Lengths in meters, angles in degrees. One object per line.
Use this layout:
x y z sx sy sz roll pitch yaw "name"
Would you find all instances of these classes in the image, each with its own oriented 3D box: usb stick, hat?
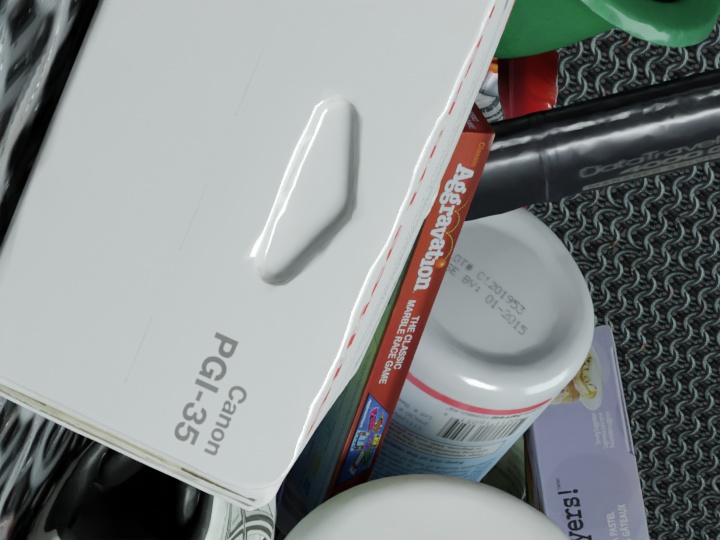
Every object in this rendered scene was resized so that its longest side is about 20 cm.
0.116 -0.057 0.786 0.055 0.200 0.033 74 3 -66 "usb stick"
0.042 -0.123 0.818 0.176 0.200 0.166 -31 178 38 "hat"

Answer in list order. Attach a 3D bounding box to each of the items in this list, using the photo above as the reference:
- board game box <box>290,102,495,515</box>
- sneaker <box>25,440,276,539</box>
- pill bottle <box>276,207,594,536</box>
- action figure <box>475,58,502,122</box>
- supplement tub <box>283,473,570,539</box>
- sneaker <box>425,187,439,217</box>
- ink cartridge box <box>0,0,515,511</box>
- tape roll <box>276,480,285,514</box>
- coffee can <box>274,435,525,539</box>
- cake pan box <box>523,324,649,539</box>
0.000 0.000 0.784 0.103 0.019 0.200 -118 -141 -47 "board game box"
-0.066 0.084 0.681 0.200 0.076 0.088 -62 175 -61 "sneaker"
0.020 0.057 0.892 0.200 0.109 0.109 -56 -174 50 "pill bottle"
0.070 -0.144 1.096 0.200 0.105 0.193 -63 -174 -12 "action figure"
0.017 0.190 0.798 0.200 0.145 0.145 103 11 -54 "supplement tub"
-0.005 -0.057 0.683 0.200 0.081 0.083 -65 -178 -32 "sneaker"
-0.019 -0.037 0.508 0.200 0.083 0.147 -47 161 -82 "ink cartridge box"
-0.087 0.175 0.820 0.200 0.066 0.200 -166 -90 -90 "tape roll"
0.019 0.120 1.065 0.146 0.146 0.200 107 3 -66 "coffee can"
0.114 0.158 0.930 0.184 0.052 0.200 77 7 -57 "cake pan box"
